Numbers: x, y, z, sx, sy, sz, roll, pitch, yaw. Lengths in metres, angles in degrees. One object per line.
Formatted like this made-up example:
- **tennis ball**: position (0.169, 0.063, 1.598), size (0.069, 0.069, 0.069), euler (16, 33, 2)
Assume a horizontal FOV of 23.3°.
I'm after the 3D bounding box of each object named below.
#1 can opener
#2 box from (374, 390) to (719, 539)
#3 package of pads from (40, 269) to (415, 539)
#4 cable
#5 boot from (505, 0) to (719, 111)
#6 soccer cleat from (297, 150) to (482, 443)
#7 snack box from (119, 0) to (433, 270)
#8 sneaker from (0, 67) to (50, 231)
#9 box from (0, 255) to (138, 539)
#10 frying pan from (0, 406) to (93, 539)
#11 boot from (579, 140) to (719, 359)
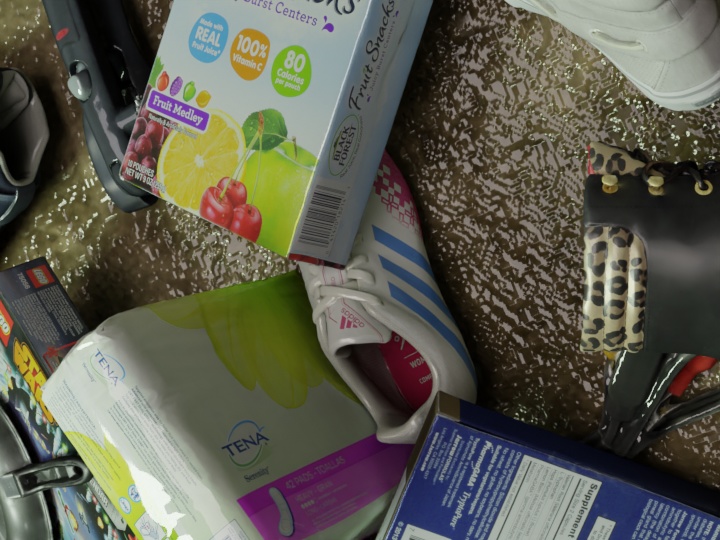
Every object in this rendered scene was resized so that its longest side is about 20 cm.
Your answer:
- **can opener**: position (-0.156, -0.134, 1.010), size (0.078, 0.063, 0.202), euler (-21, 88, 31)
- **box**: position (0.109, 0.151, 0.893), size (0.198, 0.032, 0.122), euler (21, 111, -4)
- **package of pads**: position (-0.057, 0.082, 0.912), size (0.068, 0.199, 0.155), euler (-44, 77, 26)
- **cable**: position (0.144, 0.070, 0.901), size (0.096, 0.050, 0.201), euler (24, 123, 7)
- **boot**: position (0.098, -0.157, 0.805), size (0.074, 0.096, 0.200), euler (-44, 47, -1)
- **soccer cleat**: position (0.000, 0.000, 0.931), size (0.070, 0.086, 0.201), euler (-32, 82, 30)
- **snack box**: position (-0.039, -0.119, 0.914), size (0.142, 0.053, 0.202), euler (25, 99, 39)
- **sneaker**: position (-0.277, -0.101, 1.070), size (0.203, 0.077, 0.146), euler (48, 129, 4)
- **box**: position (-0.165, 0.111, 1.023), size (0.201, 0.040, 0.137), euler (55, 146, 22)
- **frying pan**: position (-0.199, 0.138, 1.031), size (0.189, 0.031, 0.116), euler (25, 130, 53)
- **boot**: position (0.179, -0.046, 0.801), size (0.149, 0.073, 0.203), euler (4, 99, 10)
